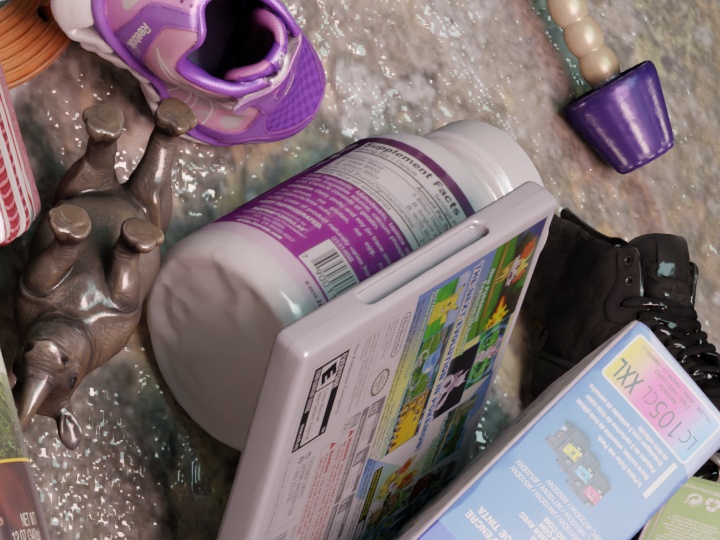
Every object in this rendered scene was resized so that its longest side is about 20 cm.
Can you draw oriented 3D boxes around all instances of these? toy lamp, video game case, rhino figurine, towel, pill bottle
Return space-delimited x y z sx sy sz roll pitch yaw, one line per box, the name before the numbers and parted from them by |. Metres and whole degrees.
toy lamp | 0.109 -0.147 1.616 0.058 0.058 0.201 -30 92 -41
video game case | 0.005 0.069 1.376 0.022 0.201 0.182 37 44 23
rhino figurine | -0.124 0.008 1.328 0.059 0.088 0.201 21 41 -5
towel | -0.170 -0.083 1.270 0.023 0.200 0.145 -16 94 -1
pill bottle | 0.000 0.000 1.437 0.200 0.112 0.113 -30 94 -42

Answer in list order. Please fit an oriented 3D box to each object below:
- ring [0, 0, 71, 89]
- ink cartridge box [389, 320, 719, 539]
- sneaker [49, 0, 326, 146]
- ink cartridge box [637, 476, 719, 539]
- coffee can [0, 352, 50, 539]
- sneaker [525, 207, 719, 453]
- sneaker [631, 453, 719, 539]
ring | -0.209 -0.174 1.389 0.199 0.019 0.202 15 65 -35
ink cartridge box | 0.068 0.128 1.404 0.200 0.136 0.076 -41 87 -22
sneaker | -0.061 -0.104 1.398 0.200 0.088 0.081 34 77 -59
ink cartridge box | 0.136 0.219 1.460 0.146 0.048 0.200 83 28 -46
coffee can | -0.218 0.045 1.219 0.146 0.146 0.201 -11 82 -41
sneaker | 0.146 0.028 1.514 0.060 0.199 0.105 17 89 -39
sneaker | 0.153 0.103 1.539 0.200 0.082 0.077 -31 88 -43
